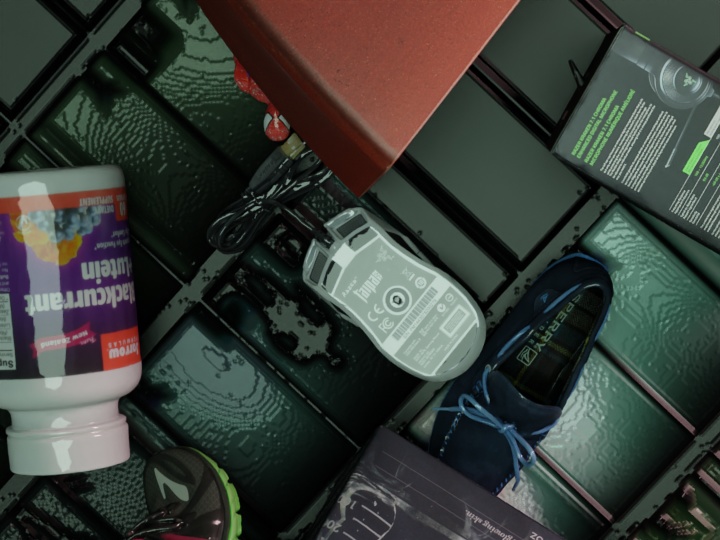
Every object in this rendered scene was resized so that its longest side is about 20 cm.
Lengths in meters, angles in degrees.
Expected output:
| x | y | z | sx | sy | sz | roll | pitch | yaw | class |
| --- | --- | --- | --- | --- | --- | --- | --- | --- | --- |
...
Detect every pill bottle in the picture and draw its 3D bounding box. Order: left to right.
| x | y | z | sx | sy | sz | roll | pitch | yaw | class |
| --- | --- | --- | --- | --- | --- | --- | --- | --- | --- |
| -0.205 | 0.032 | 1.318 | 0.111 | 0.111 | 0.201 | -5 | 95 | 4 | pill bottle |

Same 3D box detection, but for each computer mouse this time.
| x | y | z | sx | sy | sz | roll | pitch | yaw | class |
| --- | --- | --- | --- | --- | --- | --- | --- | --- | --- |
| 0.000 | 0.000 | 1.338 | 0.200 | 0.044 | 0.110 | 41 | 95 | 4 | computer mouse |

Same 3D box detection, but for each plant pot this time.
| x | y | z | sx | sy | sz | roll | pitch | yaw | class |
| --- | --- | --- | --- | --- | --- | --- | --- | --- | --- |
| 0.000 | -0.185 | 1.224 | 0.176 | 0.200 | 0.200 | 38 | 85 | -2 | plant pot |

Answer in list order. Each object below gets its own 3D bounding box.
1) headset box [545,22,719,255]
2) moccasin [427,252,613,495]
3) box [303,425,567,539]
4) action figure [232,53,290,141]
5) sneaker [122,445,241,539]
| x | y | z | sx | sy | sz | roll | pitch | yaw | class |
| --- | --- | --- | --- | --- | --- | --- | --- | --- | --- |
| 0.214 | -0.074 | 1.251 | 0.199 | 0.174 | 0.093 | 30 | 97 | 2 | headset box |
| 0.102 | 0.078 | 1.318 | 0.080 | 0.068 | 0.201 | 25 | 97 | -9 | moccasin |
| 0.037 | 0.246 | 1.269 | 0.199 | 0.124 | 0.197 | 31 | 60 | 0 | box |
| -0.062 | -0.188 | 1.325 | 0.065 | 0.052 | 0.201 | -4 | 96 | -1 | action figure |
| -0.129 | 0.191 | 1.294 | 0.083 | 0.201 | 0.077 | 24 | 126 | -26 | sneaker |
